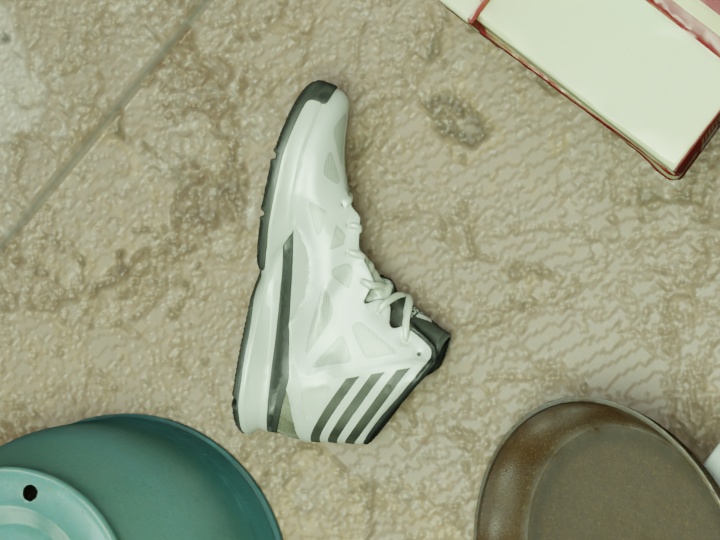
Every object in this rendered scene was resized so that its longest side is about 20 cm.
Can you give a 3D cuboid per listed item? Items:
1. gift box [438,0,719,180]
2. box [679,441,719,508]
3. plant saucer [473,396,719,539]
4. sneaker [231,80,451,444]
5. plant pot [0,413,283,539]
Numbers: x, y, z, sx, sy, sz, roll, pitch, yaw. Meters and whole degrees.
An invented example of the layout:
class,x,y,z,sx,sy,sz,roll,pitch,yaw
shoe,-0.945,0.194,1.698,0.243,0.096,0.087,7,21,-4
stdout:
class,x,y,z,sx,sy,sz,roll,pitch,yaw
gift box,0.149,-0.178,1.321,0.186,0.185,0.201,36,90,6
box,0.268,0.079,1.247,0.124,0.097,0.201,44,138,14
plant saucer,0.138,0.163,1.315,0.199,0.032,0.202,16,111,48
sneaker,0.000,0.000,1.401,0.114,0.076,0.202,10,95,6
plant pot,-0.159,0.173,1.356,0.198,0.188,0.202,-2,84,15
